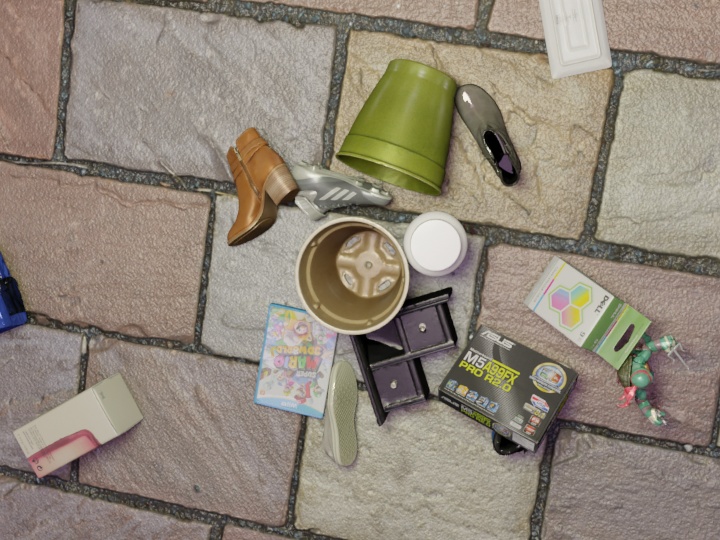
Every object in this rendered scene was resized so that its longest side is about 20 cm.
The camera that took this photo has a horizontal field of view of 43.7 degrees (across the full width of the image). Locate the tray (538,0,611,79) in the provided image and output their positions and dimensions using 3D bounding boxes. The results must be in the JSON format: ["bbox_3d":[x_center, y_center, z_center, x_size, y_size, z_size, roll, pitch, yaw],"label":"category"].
[{"bbox_3d":[0.372,-0.446,1.573,0.106,0.022,0.202,-10,95,12],"label":"tray"}]

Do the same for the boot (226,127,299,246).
[{"bbox_3d":[-0.217,-0.155,1.692,0.200,0.076,0.156,-46,74,34],"label":"boot"}]

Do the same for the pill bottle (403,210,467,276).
[{"bbox_3d":[0.130,-0.048,1.570,0.111,0.200,0.113,0,94,5],"label":"pill bottle"}]

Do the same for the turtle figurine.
[{"bbox_3d":[0.488,0.175,1.537,0.100,0.200,0.151,16,100,7],"label":"turtle figurine"}]

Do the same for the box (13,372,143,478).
[{"bbox_3d":[-0.556,0.306,1.781,0.199,0.128,0.110,-28,92,13],"label":"box"}]

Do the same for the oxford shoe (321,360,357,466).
[{"bbox_3d":[-0.045,0.272,1.719,0.057,0.075,0.202,4,97,46],"label":"oxford shoe"}]

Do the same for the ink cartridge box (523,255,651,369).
[{"bbox_3d":[0.390,0.071,1.560,0.200,0.059,0.104,42,105,42],"label":"ink cartridge box"}]

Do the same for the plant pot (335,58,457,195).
[{"bbox_3d":[0.081,-0.257,1.576,0.199,0.200,0.194,20,89,7],"label":"plant pot"}]

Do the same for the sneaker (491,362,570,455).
[{"bbox_3d":[0.312,0.256,1.624,0.077,0.111,0.200,45,102,2],"label":"sneaker"}]

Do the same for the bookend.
[{"bbox_3d":[0.100,0.157,1.661,0.197,0.092,0.202,-16,95,12],"label":"bookend"}]

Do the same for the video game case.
[{"bbox_3d":[-0.124,0.175,1.742,0.142,0.018,0.202,11,99,8],"label":"video game case"}]

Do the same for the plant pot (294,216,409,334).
[{"bbox_3d":[0.000,0.000,1.613,0.198,0.183,0.203,1,97,10],"label":"plant pot"}]

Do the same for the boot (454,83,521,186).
[{"bbox_3d":[0.227,-0.242,1.569,0.067,0.131,0.201,-30,91,12],"label":"boot"}]

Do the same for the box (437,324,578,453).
[{"bbox_3d":[0.260,0.205,1.591,0.199,0.044,0.161,27,61,23],"label":"box"}]

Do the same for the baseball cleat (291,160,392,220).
[{"bbox_3d":[-0.040,-0.135,1.671,0.199,0.070,0.107,21,107,17],"label":"baseball cleat"}]

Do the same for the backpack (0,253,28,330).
[{"bbox_3d":[-0.774,0.035,1.771,0.161,0.168,0.202,-19,90,5],"label":"backpack"}]
